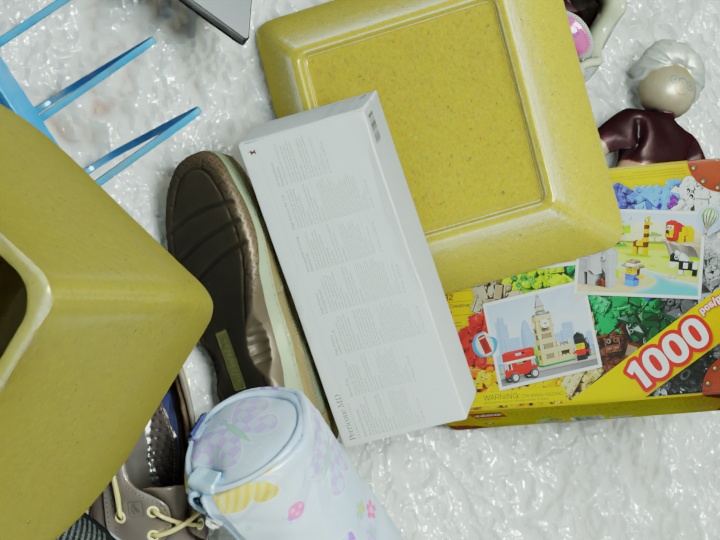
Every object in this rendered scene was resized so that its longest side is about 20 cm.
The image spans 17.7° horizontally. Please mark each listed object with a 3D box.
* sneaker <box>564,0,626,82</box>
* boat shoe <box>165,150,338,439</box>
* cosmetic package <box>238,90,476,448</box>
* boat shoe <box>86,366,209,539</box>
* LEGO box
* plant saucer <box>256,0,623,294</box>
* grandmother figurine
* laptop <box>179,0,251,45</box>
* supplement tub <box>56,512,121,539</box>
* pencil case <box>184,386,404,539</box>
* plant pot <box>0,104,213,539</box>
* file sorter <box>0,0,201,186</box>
[{"bbox_3d":[0.108,-0.141,1.548,0.081,0.088,0.200,46,59,-16],"label":"sneaker"},{"bbox_3d":[-0.062,0.022,1.418,0.076,0.071,0.201,-19,97,-49],"label":"boat shoe"},{"bbox_3d":[0.000,0.000,1.394,0.051,0.082,0.201,-62,135,-69],"label":"cosmetic package"},{"bbox_3d":[-0.122,0.127,1.348,0.071,0.059,0.202,-5,82,-35],"label":"boat shoe"},{"bbox_3d":[0.142,0.017,1.469,0.077,0.199,0.150,33,52,-71],"label":"LEGO box"},{"bbox_3d":[0.043,-0.087,1.434,0.048,0.199,0.201,4,71,-76],"label":"plant saucer"},{"bbox_3d":[0.205,-0.066,1.615,0.121,0.060,0.201,25,68,-36],"label":"grandmother figurine"},{"bbox_3d":[-0.106,-0.276,1.414,0.187,0.116,0.201,34,29,-22],"label":"laptop"},{"bbox_3d":[-0.199,0.169,1.249,0.200,0.122,0.123,41,60,-19],"label":"supplement tub"},{"bbox_3d":[-0.026,0.159,1.357,0.200,0.083,0.091,56,48,-35],"label":"pencil case"},{"bbox_3d":[-0.190,0.027,1.141,0.195,0.195,0.200,42,21,25],"label":"plant pot"},{"bbox_3d":[-0.206,-0.128,1.308,0.123,0.138,0.201,-40,102,-37],"label":"file sorter"}]
